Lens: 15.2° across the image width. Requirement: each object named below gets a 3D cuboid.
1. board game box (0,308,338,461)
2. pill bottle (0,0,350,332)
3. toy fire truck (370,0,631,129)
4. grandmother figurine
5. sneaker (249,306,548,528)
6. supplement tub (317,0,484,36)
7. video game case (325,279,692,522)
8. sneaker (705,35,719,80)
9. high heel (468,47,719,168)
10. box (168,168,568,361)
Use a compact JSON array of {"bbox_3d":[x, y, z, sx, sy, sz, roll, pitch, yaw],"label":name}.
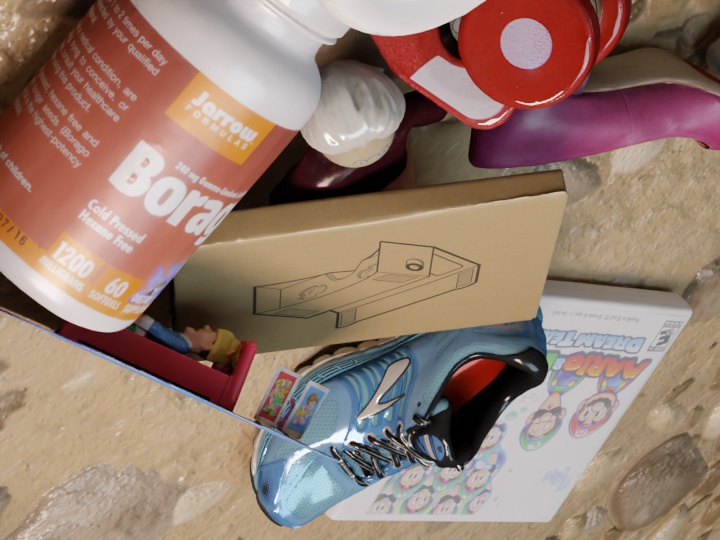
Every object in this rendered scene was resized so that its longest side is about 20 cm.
[{"bbox_3d":[-0.097,0.038,1.362,0.200,0.158,0.039,30,83,-51],"label":"board game box"},{"bbox_3d":[-0.091,-0.077,1.261,0.200,0.112,0.112,-49,142,13],"label":"pill bottle"},{"bbox_3d":[0.067,-0.178,1.270,0.200,0.168,0.112,-56,176,22],"label":"toy fire truck"},{"bbox_3d":[0.003,-0.053,1.368,0.121,0.061,0.200,-43,164,-8],"label":"grandmother figurine"},{"bbox_3d":[0.022,0.082,1.526,0.200,0.090,0.078,-39,128,11],"label":"sneaker"},{"bbox_3d":[-0.013,-0.200,1.125,0.122,0.200,0.123,-23,140,-20],"label":"supplement tub"},{"bbox_3d":[0.091,0.082,1.659,0.200,0.024,0.182,5,125,-44],"label":"video game case"},{"bbox_3d":[0.279,-0.102,1.594,0.089,0.075,0.200,-50,143,-5],"label":"sneaker"},{"bbox_3d":[0.146,-0.078,1.501,0.200,0.067,0.096,20,105,-33],"label":"high heel"},{"bbox_3d":[0.000,0.000,1.398,0.200,0.021,0.164,-7,158,-6],"label":"box"}]
